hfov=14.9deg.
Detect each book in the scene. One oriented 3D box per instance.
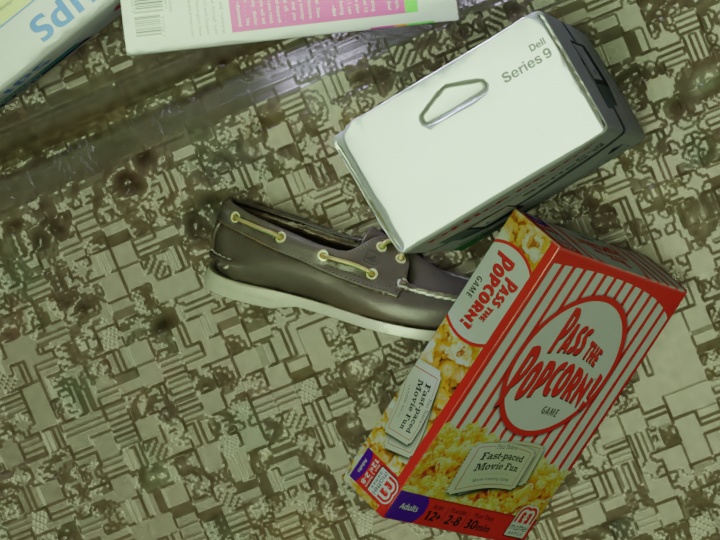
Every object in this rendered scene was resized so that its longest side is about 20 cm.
[{"bbox_3d":[-0.046,-0.202,1.620,0.199,0.048,0.134,-5,95,5],"label":"book"}]

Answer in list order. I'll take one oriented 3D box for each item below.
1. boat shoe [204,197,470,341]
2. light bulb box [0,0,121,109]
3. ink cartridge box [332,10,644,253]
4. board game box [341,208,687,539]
[{"bbox_3d":[0.000,0.000,1.746,0.199,0.072,0.060,12,104,12],"label":"boat shoe"},{"bbox_3d":[-0.241,-0.218,1.719,0.198,0.125,0.200,-36,93,12],"label":"light bulb box"},{"bbox_3d":[0.080,-0.079,1.648,0.146,0.200,0.084,-32,85,11],"label":"ink cartridge box"},{"bbox_3d":[0.097,0.069,1.702,0.046,0.151,0.201,41,106,37],"label":"board game box"}]
